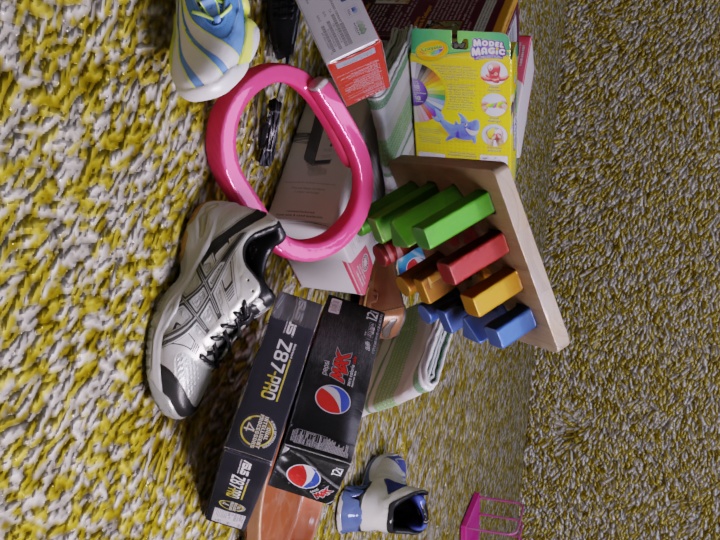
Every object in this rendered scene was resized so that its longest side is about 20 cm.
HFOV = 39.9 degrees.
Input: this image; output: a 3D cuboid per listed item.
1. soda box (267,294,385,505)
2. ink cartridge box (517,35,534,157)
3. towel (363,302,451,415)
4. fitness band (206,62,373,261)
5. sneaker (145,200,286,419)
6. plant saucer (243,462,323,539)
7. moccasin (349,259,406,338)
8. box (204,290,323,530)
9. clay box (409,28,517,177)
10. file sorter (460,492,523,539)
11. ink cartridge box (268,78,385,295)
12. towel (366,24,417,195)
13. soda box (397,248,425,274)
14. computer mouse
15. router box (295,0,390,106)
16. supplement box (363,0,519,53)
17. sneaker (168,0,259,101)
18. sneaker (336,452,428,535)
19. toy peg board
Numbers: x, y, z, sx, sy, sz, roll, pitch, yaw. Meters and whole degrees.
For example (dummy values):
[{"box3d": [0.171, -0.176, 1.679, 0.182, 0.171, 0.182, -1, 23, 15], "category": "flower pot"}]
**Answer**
[{"box3d": [-0.029, 0.118, 0.943, 0.200, 0.063, 0.071, -74, -176, -49], "category": "soda box"}, {"box3d": [0.124, -0.240, 1.335, 0.084, 0.200, 0.145, 61, 39, -65], "category": "ink cartridge box"}, {"box3d": [0.031, 0.106, 1.197, 0.031, 0.200, 0.149, 41, 48, -21], "category": "towel"}, {"box3d": [-0.063, -0.100, 0.940, 0.144, 0.037, 0.200, -46, 126, -20], "category": "fitness band"}, {"box3d": [-0.121, 0.033, 0.858, 0.076, 0.088, 0.200, 52, 48, -67], "category": "sneaker"}, {"box3d": [-0.085, 0.250, 1.121, 0.200, 0.032, 0.200, 7, 90, -71], "category": "plant saucer"}, {"box3d": [-0.001, 0.001, 1.191, 0.201, 0.078, 0.074, -98, -156, -43], "category": "moccasin"}, {"box3d": [-0.093, 0.136, 0.925, 0.200, 0.049, 0.161, 112, -6, -56], "category": "box"}, {"box3d": [0.119, -0.188, 1.128, 0.048, 0.115, 0.200, -64, 156, -48], "category": "clay box"}, {"box3d": [0.304, 0.638, 2.267, 0.139, 0.125, 0.200, -48, 140, -62], "category": "file sorter"}, {"box3d": [-0.023, -0.096, 1.117, 0.146, 0.085, 0.200, 67, 35, -56], "category": "ink cartridge box"}, {"box3d": [0.043, -0.160, 1.137, 0.200, 0.031, 0.149, 81, 24, -43], "category": "towel"}, {"box3d": [0.097, -0.043, 1.283, 0.200, 0.064, 0.068, -62, 149, -61], "category": "soda box"}, {"box3d": [-0.086, -0.204, 0.990, 0.059, 0.034, 0.200, -140, -120, -85], "category": "computer mouse"}, {"box3d": [-0.040, -0.258, 0.868, 0.179, 0.049, 0.200, 9, 56, -86], "category": "router box"}, {"box3d": [0.083, -0.274, 1.197, 0.110, 0.200, 0.086, -66, 155, -44], "category": "supplement box"}, {"box3d": [-0.129, -0.231, 0.789, 0.105, 0.076, 0.200, 57, 29, -48], "category": "sneaker"}, {"box3d": [0.050, 0.333, 1.422, 0.199, 0.115, 0.081, -24, 119, -69], "category": "sneaker"}, {"box3d": [0.086, -0.004, 1.008, 0.098, 0.200, 0.199, -30, 110, -20], "category": "toy peg board"}]
